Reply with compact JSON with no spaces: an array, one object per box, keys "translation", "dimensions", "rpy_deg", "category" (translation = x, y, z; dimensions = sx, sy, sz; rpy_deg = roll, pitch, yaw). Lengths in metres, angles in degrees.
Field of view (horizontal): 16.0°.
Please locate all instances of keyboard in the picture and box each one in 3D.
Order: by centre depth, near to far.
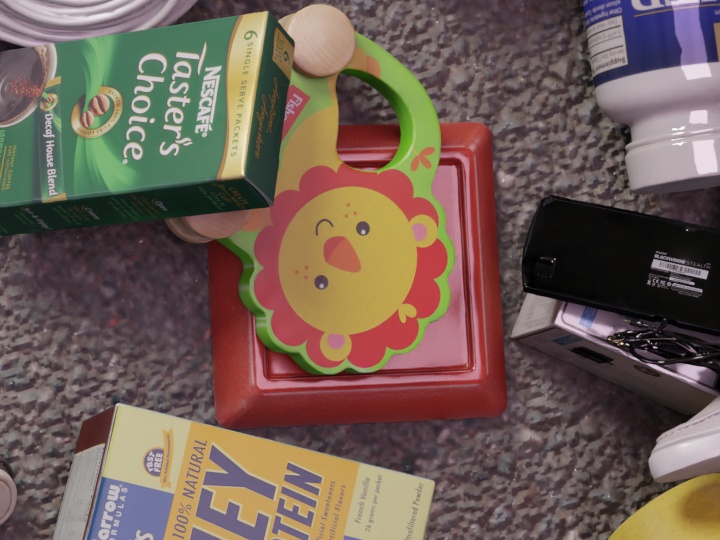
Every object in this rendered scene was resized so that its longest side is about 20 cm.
[{"translation":[0.196,0.020,1.598],"dimensions":[0.199,0.040,0.104],"rpy_deg":[13,57,13],"category":"keyboard"}]

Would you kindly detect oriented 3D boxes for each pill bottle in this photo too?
[{"translation":[0.211,-0.156,1.709],"dimensions":[0.119,0.120,0.201],"rpy_deg":[-7,86,-12],"category":"pill bottle"}]

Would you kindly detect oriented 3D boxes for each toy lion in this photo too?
[{"translation":[-0.015,-0.042,1.647],"dimensions":[0.192,0.069,0.200],"rpy_deg":[35,78,-14],"category":"toy lion"}]

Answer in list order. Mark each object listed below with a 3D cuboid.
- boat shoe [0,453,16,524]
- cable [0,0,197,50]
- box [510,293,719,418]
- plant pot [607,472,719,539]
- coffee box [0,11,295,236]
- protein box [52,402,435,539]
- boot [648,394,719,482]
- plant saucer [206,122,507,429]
[{"translation":[-0.314,0.140,1.586],"dimensions":[0.199,0.057,0.067],"rpy_deg":[-4,118,-23],"category":"boat shoe"},{"translation":[-0.180,-0.232,1.607],"dimensions":[0.199,0.069,0.200],"rpy_deg":[-10,130,0],"category":"cable"},{"translation":[0.211,0.052,1.688],"dimensions":[0.200,0.117,0.060],"rpy_deg":[24,80,-9],"category":"box"},{"translation":[0.234,0.217,1.654],"dimensions":[0.200,0.200,0.142],"rpy_deg":[-26,64,-13],"category":"plant pot"},{"translation":[-0.142,-0.091,1.595],"dimensions":[0.199,0.044,0.123],"rpy_deg":[-4,61,25],"category":"coffee box"},{"translation":[-0.082,0.173,1.570],"dimensions":[0.198,0.200,0.135],"rpy_deg":[15,82,-10],"category":"protein box"},{"translation":[0.261,0.062,1.613],"dimensions":[0.200,0.074,0.096],"rpy_deg":[-18,77,-13],"category":"boot"},{"translation":[0.000,0.000,1.691],"dimensions":[0.199,0.037,0.201],"rpy_deg":[-2,84,-12],"category":"plant saucer"}]
